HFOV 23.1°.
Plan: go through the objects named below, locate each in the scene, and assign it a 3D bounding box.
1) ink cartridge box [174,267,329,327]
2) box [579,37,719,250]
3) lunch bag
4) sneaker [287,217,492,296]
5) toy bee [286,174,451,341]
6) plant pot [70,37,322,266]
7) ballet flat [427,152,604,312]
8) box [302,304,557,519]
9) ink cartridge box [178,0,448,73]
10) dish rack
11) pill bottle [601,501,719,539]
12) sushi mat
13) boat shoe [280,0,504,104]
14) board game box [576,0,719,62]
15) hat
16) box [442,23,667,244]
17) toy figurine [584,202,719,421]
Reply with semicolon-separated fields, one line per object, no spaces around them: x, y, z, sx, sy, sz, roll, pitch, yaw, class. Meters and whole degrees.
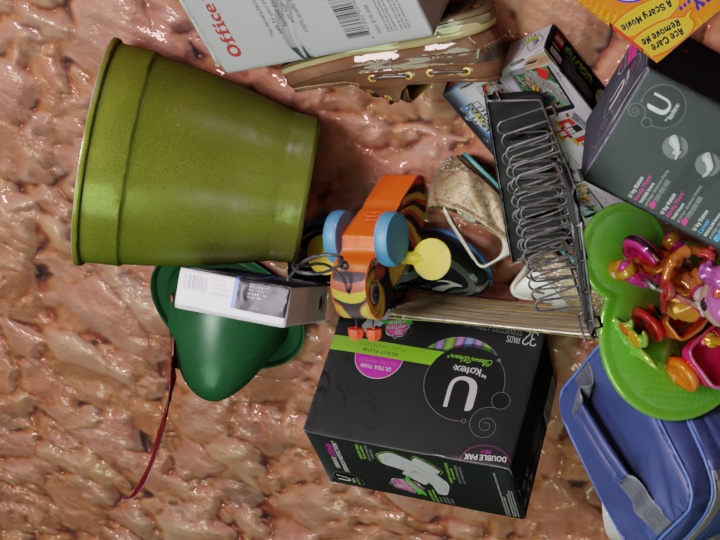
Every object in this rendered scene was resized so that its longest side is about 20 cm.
-0.089;0.022;1.543;0.099;0.039;0.200;10;180;9;ink cartridge box
0.281;-0.089;1.347;0.199;0.122;0.106;27;117;-4;box
0.264;0.140;1.555;0.132;0.200;0.136;-10;149;-30;lunch bag
0.025;0.003;1.613;0.199;0.083;0.071;7;137;19;sneaker
0.000;0.000;1.523;0.131;0.200;0.109;17;126;44;toy bee
-0.136;-0.087;1.532;0.192;0.201;0.201;10;139;-2;plant pot
0.137;-0.016;1.517;0.200;0.065;0.071;43;-178;9;ballet flat
0.069;0.129;1.660;0.199;0.149;0.124;9;152;17;box
-0.045;-0.247;1.382;0.199;0.083;0.147;-6;131;29;ink cartridge box
0.143;-0.041;1.367;0.054;0.200;0.154;-12;120;2;dish rack
0.337;0.217;1.667;0.199;0.114;0.114;1;134;24;pill bottle
0.132;0.039;1.602;0.199;0.096;0.012;5;105;20;sushi mat
0.025;-0.166;1.431;0.199;0.072;0.068;-8;110;30;boat shoe
0.196;-0.303;1.118;0.200;0.200;0.200;35;138;-13;board game box
-0.158;0.106;1.734;0.165;0.176;0.200;4;136;21;hat
0.171;-0.104;1.467;0.110;0.035;0.200;-20;123;39;box
0.282;0.033;1.385;0.200;0.150;0.184;55;164;-14;toy figurine
